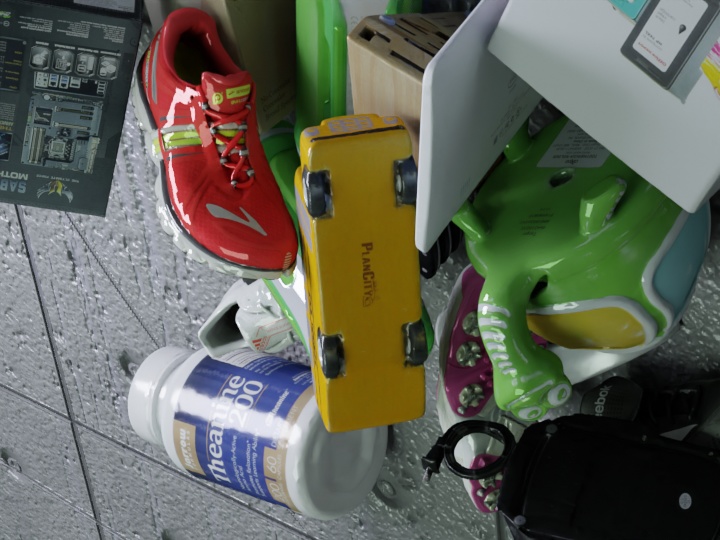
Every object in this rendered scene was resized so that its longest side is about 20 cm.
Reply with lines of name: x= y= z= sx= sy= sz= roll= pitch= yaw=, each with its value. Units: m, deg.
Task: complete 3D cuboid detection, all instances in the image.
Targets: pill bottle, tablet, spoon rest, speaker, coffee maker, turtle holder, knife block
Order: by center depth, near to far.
tablet: x=0.081 y=-0.114 z=1.108 sx=0.014 sy=0.200 sz=0.130 roll=20 pitch=136 yaw=19
turtle holder: x=0.138 y=-0.010 z=1.163 sx=0.141 sy=0.186 sz=0.132 roll=-21 pitch=124 yaw=22
knife block: x=0.036 y=-0.069 z=1.223 sx=0.064 sy=0.200 sz=0.176 roll=32 pitch=111 yaw=21
speaker: x=-0.001 y=-0.147 z=1.259 sx=0.088 sy=0.088 sz=0.200 roll=28 pitch=139 yaw=25
coffee maker: x=0.150 y=0.192 z=1.280 sx=0.192 sy=0.135 sz=0.200 roll=32 pitch=147 yaw=30
spoon rest: x=0.122 y=0.053 z=1.335 sx=0.200 sy=0.061 sz=0.099 roll=-19 pitch=108 yaw=51
speaker: x=-0.030 y=-0.011 z=1.347 sx=0.200 sy=0.088 sz=0.089 roll=56 pitch=151 yaw=32
pill bottle: x=-0.086 y=0.120 z=1.565 sx=0.200 sy=0.111 sz=0.111 roll=14 pitch=132 yaw=38

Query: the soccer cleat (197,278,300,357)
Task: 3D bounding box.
soccer cleat: x=-0.045 y=0.025 z=1.459 sx=0.200 sy=0.085 sz=0.069 roll=-14 pitch=112 yaw=51

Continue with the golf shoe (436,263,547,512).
golf shoe: x=0.076 y=0.066 z=1.300 sx=0.092 sy=0.075 sz=0.200 roll=-128 pitch=26 yaw=-49

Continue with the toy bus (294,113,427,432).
toy bus: x=0.000 y=0.000 z=1.188 sx=0.078 sy=0.065 sz=0.200 roll=-112 pitch=16 yaw=-62

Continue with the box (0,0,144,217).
box: x=-0.250 y=-0.122 z=1.283 sx=0.200 sy=0.051 sz=0.158 roll=8 pitch=125 yaw=-11

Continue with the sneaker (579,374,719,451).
sneaker: x=0.191 y=0.102 z=1.286 sx=0.090 sy=0.067 sz=0.200 roll=30 pitch=148 yaw=-14

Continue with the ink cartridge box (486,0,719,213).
ink cartridge box: x=0.187 y=-0.165 z=0.998 sx=0.146 sy=0.147 sz=0.200 roll=40 pitch=144 yaw=11

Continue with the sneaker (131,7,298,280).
sneaker: x=-0.090 y=-0.081 z=1.217 sx=0.200 sy=0.077 sz=0.085 roll=62 pitch=144 yaw=31

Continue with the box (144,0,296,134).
box: x=-0.089 y=-0.200 z=1.294 sx=0.078 sy=0.095 sz=0.200 roll=14 pitch=133 yaw=37
